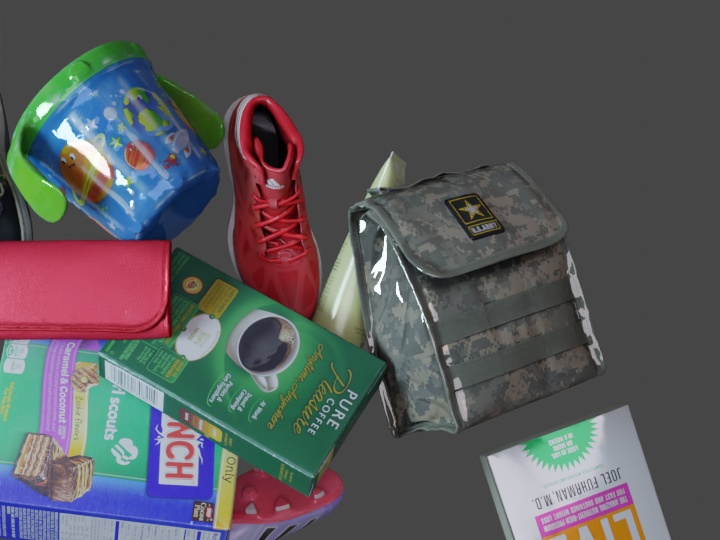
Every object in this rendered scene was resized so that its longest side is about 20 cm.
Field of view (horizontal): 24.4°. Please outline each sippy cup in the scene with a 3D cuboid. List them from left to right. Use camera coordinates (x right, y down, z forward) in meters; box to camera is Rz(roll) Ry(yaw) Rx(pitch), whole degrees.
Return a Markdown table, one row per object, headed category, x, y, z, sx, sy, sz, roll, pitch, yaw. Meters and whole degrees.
| category | x | y | z | sx | sy | sz | roll | pitch | yaw |
| --- | --- | --- | --- | --- | --- | --- | --- | --- | --- |
| sippy cup | -0.185 | -0.090 | 1.324 | 0.178 | 0.140 | 0.130 | -42 | 78 | -14 |

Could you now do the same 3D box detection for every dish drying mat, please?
| category | x | y | z | sx | sy | sz | roll | pitch | yaw |
| --- | --- | --- | --- | --- | --- | --- | --- | --- | --- |
| dish drying mat | -0.245 | 0.015 | 1.286 | 0.199 | 0.018 | 0.077 | 0 | 89 | 3 |

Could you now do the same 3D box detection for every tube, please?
| category | x | y | z | sx | sy | sz | roll | pitch | yaw |
| --- | --- | --- | --- | --- | --- | --- | --- | --- | --- |
| tube | 0.000 | 0.000 | 1.385 | 0.052 | 0.058 | 0.201 | 20 | 89 | -31 |

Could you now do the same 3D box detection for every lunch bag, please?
| category | x | y | z | sx | sy | sz | roll | pitch | yaw |
| --- | --- | --- | --- | --- | --- | --- | --- | --- | --- |
| lunch bag | 0.088 | 0.015 | 1.350 | 0.163 | 0.117 | 0.201 | -17 | 91 | -33 |

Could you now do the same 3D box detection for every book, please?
| category | x | y | z | sx | sy | sz | roll | pitch | yaw |
| --- | --- | --- | --- | --- | --- | --- | --- | --- | --- |
| book | 0.196 | 0.230 | 1.421 | 0.133 | 0.048 | 0.201 | -19 | 90 | -8 |

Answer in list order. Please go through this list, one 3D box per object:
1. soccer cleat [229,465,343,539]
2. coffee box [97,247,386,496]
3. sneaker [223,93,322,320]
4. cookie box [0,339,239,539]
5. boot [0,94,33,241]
| category | x | y | z | sx | sy | sz | roll | pitch | yaw |
| --- | --- | --- | --- | --- | --- | --- | --- | --- | --- |
| soccer cleat | -0.107 | 0.219 | 1.391 | 0.199 | 0.067 | 0.077 | -20 | 131 | -13 |
| coffee box | -0.094 | 0.079 | 1.314 | 0.199 | 0.044 | 0.123 | 27 | 57 | 8 |
| sneaker | -0.075 | -0.047 | 1.357 | 0.078 | 0.116 | 0.201 | -15 | 92 | -5 |
| cookie box | -0.194 | 0.133 | 1.334 | 0.199 | 0.075 | 0.172 | 8 | 58 | -6 |
| boot | -0.348 | -0.061 | 1.319 | 0.153 | 0.073 | 0.205 | -8 | 84 | -44 |
